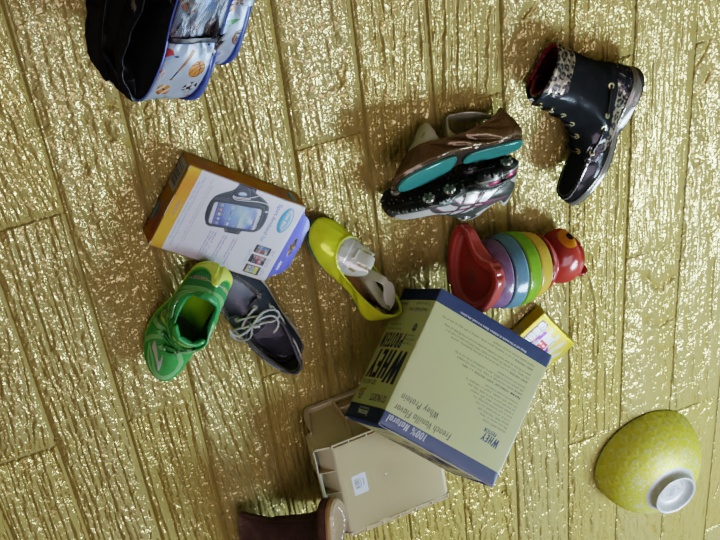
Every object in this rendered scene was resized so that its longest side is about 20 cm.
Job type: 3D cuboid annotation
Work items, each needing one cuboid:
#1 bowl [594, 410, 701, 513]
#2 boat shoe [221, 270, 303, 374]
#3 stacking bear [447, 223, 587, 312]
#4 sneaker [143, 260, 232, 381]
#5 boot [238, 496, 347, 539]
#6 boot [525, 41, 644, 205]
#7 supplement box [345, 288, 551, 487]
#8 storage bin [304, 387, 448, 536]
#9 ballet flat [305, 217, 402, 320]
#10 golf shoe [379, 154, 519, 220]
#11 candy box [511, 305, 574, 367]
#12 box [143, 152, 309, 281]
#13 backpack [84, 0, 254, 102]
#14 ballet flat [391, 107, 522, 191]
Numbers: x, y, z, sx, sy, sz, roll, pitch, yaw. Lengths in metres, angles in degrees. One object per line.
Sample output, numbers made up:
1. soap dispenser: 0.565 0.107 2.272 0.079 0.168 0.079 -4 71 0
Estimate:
1. bowl: 0.518 0.355 2.079 0.197 0.108 0.203 -12 127 -16
2. boat shoe: -0.140 0.068 1.609 0.074 0.062 0.201 -30 128 4
3. stacking bear: 0.233 -0.009 1.704 0.197 0.122 0.115 -11 139 -27
4. sneaker: -0.231 0.074 1.541 0.073 0.084 0.201 26 125 -11
5. boot: -0.106 0.389 1.782 0.164 0.073 0.202 14 137 10
6. boot: 0.278 -0.199 1.617 0.152 0.074 0.206 15 111 -28
7. supplement box: 0.121 0.160 1.665 0.198 0.134 0.202 30 79 -17
8. storage bin: 0.023 0.279 1.809 0.196 0.094 0.202 -19 128 -11
9. ballet flat: 0.000 0.000 1.620 0.067 0.066 0.201 -59 136 -24
10. golf shoe: 0.123 -0.097 1.613 0.197 0.078 0.089 -18 135 -12
11. candy box: 0.233 0.151 1.862 0.200 0.026 0.102 -44 132 8
12. box: -0.163 -0.063 1.527 0.198 0.042 0.120 18 113 -36
13. backpack: -0.210 -0.280 1.275 0.152 0.200 0.192 2 126 -41
14. ballet flat: 0.118 -0.166 1.566 0.197 0.073 0.068 -21 165 -15
